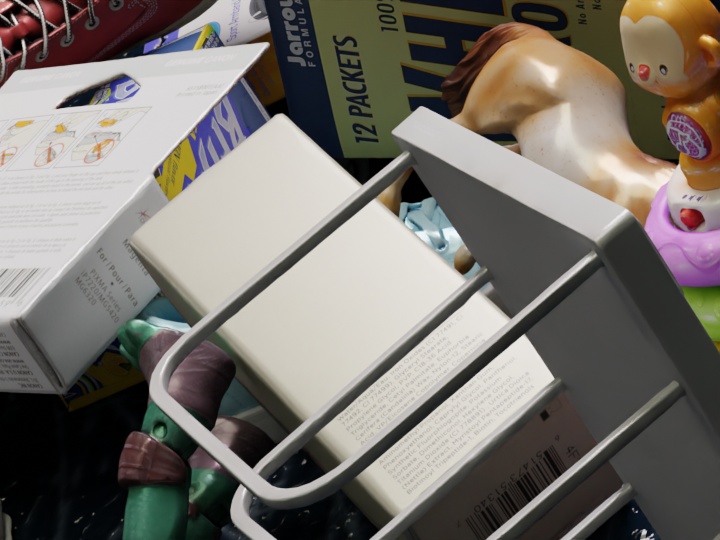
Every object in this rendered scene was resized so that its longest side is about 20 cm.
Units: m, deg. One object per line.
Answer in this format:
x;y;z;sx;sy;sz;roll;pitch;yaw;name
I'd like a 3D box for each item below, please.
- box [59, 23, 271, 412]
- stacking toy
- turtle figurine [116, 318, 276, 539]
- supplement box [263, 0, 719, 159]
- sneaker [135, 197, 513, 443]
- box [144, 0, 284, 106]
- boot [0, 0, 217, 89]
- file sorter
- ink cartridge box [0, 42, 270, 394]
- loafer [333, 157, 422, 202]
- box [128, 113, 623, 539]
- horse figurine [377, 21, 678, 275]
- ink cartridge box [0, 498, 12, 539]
-0.102;-0.029;1.390;0.064;0.070;0.200;-21;27;26;box
0.130;-0.005;0.920;0.110;0.200;0.116;-41;27;-18;stacking toy
-0.093;0.127;1.071;0.150;0.100;0.201;100;-168;-63;turtle figurine
0.081;-0.155;1.264;0.199;0.135;0.200;1;36;19;supplement box
0.000;0.000;1.205;0.199;0.082;0.074;-30;26;5;sneaker
-0.018;-0.140;1.517;0.199;0.042;0.119;-27;25;16;box
-0.142;-0.125;1.419;0.200;0.073;0.144;-36;-2;29;boot
0.050;0.079;0.866;0.124;0.200;0.139;-39;25;-10;file sorter
-0.139;-0.022;1.287;0.199;0.044;0.174;-1;40;50;ink cartridge box
0.008;-0.057;1.327;0.070;0.068;0.201;-5;37;24;loafer
0.003;0.031;1.089;0.082;0.068;0.200;-39;44;-6;box
0.074;-0.027;1.118;0.133;0.050;0.200;-54;45;30;horse figurine
-0.227;0.078;1.191;0.083;0.200;0.145;-32;25;8;ink cartridge box
